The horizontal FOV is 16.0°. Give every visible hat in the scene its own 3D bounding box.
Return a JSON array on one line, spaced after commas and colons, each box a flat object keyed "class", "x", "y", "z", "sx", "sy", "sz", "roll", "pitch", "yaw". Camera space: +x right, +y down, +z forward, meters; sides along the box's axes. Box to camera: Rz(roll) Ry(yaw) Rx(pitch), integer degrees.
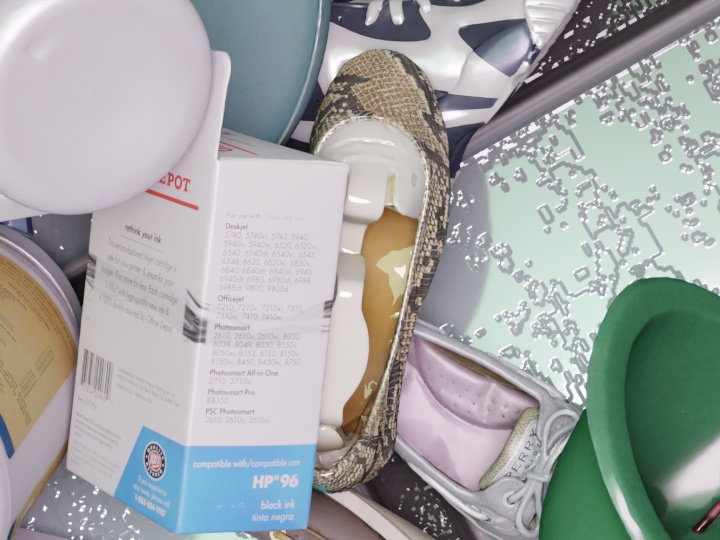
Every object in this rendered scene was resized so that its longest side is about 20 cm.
[{"class": "hat", "x": 0.096, "y": 0.123, "z": 1.139, "sx": 0.166, "sy": 0.200, "sz": 0.176, "roll": 41, "pitch": 131, "yaw": -22}]

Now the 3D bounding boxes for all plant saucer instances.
[{"class": "plant saucer", "x": -0.079, "y": -0.125, "z": 1.194, "sx": 0.200, "sy": 0.027, "sz": 0.200, "roll": 1, "pitch": 91, "yaw": 45}]

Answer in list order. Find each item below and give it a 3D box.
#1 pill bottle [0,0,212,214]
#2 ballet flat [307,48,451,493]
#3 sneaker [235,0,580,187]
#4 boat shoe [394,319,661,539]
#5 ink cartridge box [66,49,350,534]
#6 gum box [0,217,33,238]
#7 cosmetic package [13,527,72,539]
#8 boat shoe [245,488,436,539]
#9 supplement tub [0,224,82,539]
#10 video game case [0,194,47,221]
[{"class": "pill bottle", "x": -0.148, "y": -0.109, "z": 1.076, "sx": 0.109, "sy": 0.109, "sz": 0.200, "roll": -49, "pitch": 39, "yaw": 2}, {"class": "ballet flat", "x": 0.000, "y": 0.000, "z": 1.123, "sx": 0.068, "sy": 0.075, "sz": 0.200, "roll": 8, "pitch": 90, "yaw": 7}, {"class": "sneaker", "x": 0.019, "y": -0.118, "z": 1.196, "sx": 0.130, "sy": 0.079, "sz": 0.199, "roll": 35, "pitch": 101, "yaw": 2}, {"class": "boat shoe", "x": 0.050, "y": 0.071, "z": 1.181, "sx": 0.202, "sy": 0.065, "sz": 0.074, "roll": 36, "pitch": 91, "yaw": 10}, {"class": "ink cartridge box", "x": -0.065, "y": 0.002, "z": 1.102, "sx": 0.068, "sy": 0.116, "sz": 0.200, "roll": 1, "pitch": 100, "yaw": -32}, {"class": "gum box", "x": -0.270, "y": -0.087, "z": 1.256, "sx": 0.200, "sy": 0.045, "sz": 0.170, "roll": -7, "pitch": 83, "yaw": 6}, {"class": "cosmetic package", "x": -0.143, "y": 0.171, "z": 1.199, "sx": 0.200, "sy": 0.051, "sz": 0.083, "roll": 11, "pitch": 102, "yaw": 10}, {"class": "boat shoe", "x": -0.009, "y": 0.130, "z": 1.182, "sx": 0.200, "sy": 0.072, "sz": 0.060, "roll": 35, "pitch": 89, "yaw": 15}, {"class": "supplement tub", "x": -0.204, "y": 0.063, "z": 1.137, "sx": 0.145, "sy": 0.200, "sz": 0.145, "roll": 2, "pitch": 109, "yaw": 7}, {"class": "video game case", "x": -0.234, "y": -0.088, "z": 1.180, "sx": 0.200, "sy": 0.023, "sz": 0.182, "roll": -10, "pitch": 56, "yaw": 7}]
